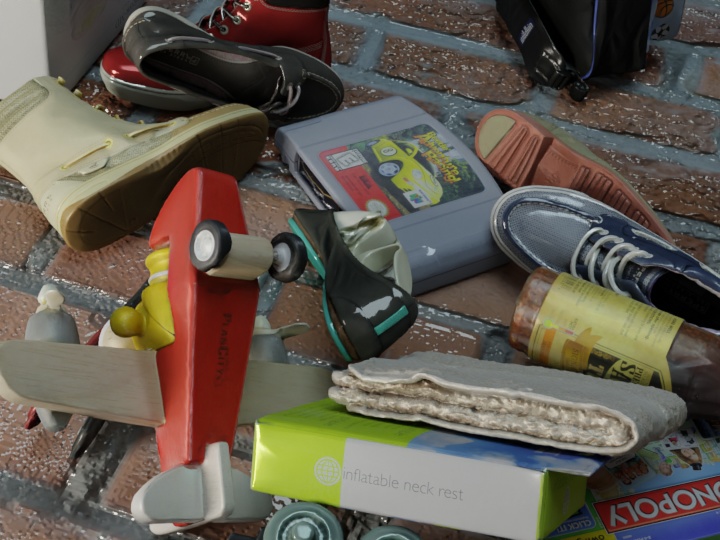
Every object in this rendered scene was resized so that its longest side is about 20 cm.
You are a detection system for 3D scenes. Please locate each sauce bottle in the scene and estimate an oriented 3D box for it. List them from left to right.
[{"bbox_3d":[0.197,0.059,0.897,0.198,0.066,0.066,22,45,20],"label":"sauce bottle"}]

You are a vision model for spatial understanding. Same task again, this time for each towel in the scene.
[{"bbox_3d":[0.092,0.077,0.832,0.198,0.035,0.132,7,5,26],"label":"towel"}]

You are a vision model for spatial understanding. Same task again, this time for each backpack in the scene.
[{"bbox_3d":[0.206,-0.288,1.230,0.153,0.202,0.191,-12,39,-25],"label":"backpack"}]

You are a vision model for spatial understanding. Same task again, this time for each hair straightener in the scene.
[{"bbox_3d":[-0.145,0.059,0.934,0.077,0.041,0.200,35,41,0],"label":"hair straightener"}]

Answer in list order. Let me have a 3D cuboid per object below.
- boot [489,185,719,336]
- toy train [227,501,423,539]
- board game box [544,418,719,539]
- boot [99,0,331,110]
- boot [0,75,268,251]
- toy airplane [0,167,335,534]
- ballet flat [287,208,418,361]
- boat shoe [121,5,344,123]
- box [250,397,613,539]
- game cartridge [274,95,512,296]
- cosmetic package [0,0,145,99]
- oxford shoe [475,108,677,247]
[{"bbox_3d":[0.183,-0.007,0.966,0.198,0.073,0.090,23,3,9],"label":"boot"},{"bbox_3d":[0.009,0.206,0.757,0.198,0.086,0.115,13,55,5],"label":"toy train"},{"bbox_3d":[0.185,0.131,0.888,0.198,0.029,0.135,-9,44,-15],"label":"board game box"},{"bbox_3d":[-0.121,-0.210,1.135,0.198,0.145,0.073,-3,44,-7],"label":"boot"},{"bbox_3d":[-0.188,-0.106,1.074,0.199,0.073,0.155,-32,53,-29],"label":"boot"},{"bbox_3d":[-0.114,0.064,0.844,0.140,0.201,0.199,6,43,46],"label":"toy airplane"},{"bbox_3d":[0.000,0.000,0.952,0.068,0.068,0.200,-30,30,2],"label":"ballet flat"},{"bbox_3d":[-0.100,-0.154,1.104,0.198,0.067,0.057,16,33,-27],"label":"boat shoe"},{"bbox_3d":[0.049,0.115,0.806,0.198,0.048,0.122,7,4,21],"label":"box"},{"bbox_3d":[0.032,-0.066,1.079,0.132,0.041,0.200,-15,47,-27],"label":"game cartridge"},{"bbox_3d":[-0.273,-0.280,1.151,0.122,0.201,0.200,17,44,8],"label":"cosmetic package"},{"bbox_3d":[0.182,-0.063,1.067,0.200,0.071,0.074,47,33,23],"label":"oxford shoe"}]
